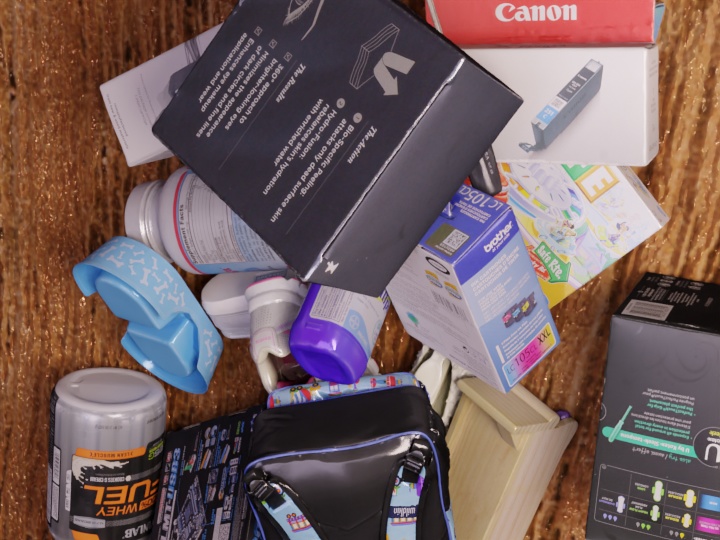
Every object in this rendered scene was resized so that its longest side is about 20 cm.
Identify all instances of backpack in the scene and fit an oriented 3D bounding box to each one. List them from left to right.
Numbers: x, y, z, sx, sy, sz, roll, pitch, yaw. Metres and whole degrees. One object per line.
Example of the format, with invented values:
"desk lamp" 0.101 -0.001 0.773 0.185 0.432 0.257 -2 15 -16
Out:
"backpack" -0.002 0.211 1.175 0.181 0.135 0.201 -11 117 5

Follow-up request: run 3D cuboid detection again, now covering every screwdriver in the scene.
"screwdriver" 0.071 -0.152 1.053 0.029 0.028 0.201 -23 98 0

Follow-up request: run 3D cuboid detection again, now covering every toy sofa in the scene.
"toy sofa" 0.117 0.199 1.245 0.083 0.097 0.201 39 119 39

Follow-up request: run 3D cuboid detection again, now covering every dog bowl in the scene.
"dog bowl" -0.204 0.043 1.308 0.111 0.050 0.200 14 148 35

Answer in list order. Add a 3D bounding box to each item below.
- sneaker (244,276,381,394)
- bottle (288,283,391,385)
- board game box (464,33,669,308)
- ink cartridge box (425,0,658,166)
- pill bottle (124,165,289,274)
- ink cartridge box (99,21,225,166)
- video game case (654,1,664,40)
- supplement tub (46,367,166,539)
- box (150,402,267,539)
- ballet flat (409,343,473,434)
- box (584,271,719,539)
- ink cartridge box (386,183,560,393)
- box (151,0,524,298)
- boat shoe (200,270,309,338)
"sneaker" -0.049 0.099 1.248 0.081 0.089 0.200 -20 131 29
"bottle" 0.000 0.000 1.185 0.065 0.201 0.084 9 151 25
"board game box" 0.148 -0.082 1.122 0.134 0.034 0.200 -39 86 28
"ink cartridge box" 0.137 -0.176 1.057 0.199 0.045 0.178 3 106 24
"pill bottle" -0.122 -0.052 1.266 0.199 0.109 0.110 -3 102 26
"ink cartridge box" -0.115 -0.175 1.209 0.199 0.146 0.085 -19 94 28
"video game case" 0.150 -0.154 1.148 0.180 0.045 0.201 18 110 19
"supplement tub" -0.270 0.215 1.398 0.122 0.122 0.202 13 109 22
"box" -0.141 0.244 1.291 0.198 0.049 0.201 -25 52 51
"ballet flat" 0.055 0.133 1.256 0.071 0.072 0.201 27 114 17
"box" 0.272 0.123 1.103 0.123 0.148 0.202 10 108 21
"ink cartridge box" 0.075 -0.007 1.098 0.136 0.076 0.201 31 158 43
"box" -0.020 -0.119 1.010 0.200 0.117 0.197 43 103 28
"boat shoe" -0.058 0.032 1.286 0.199 0.072 0.069 -12 127 16
